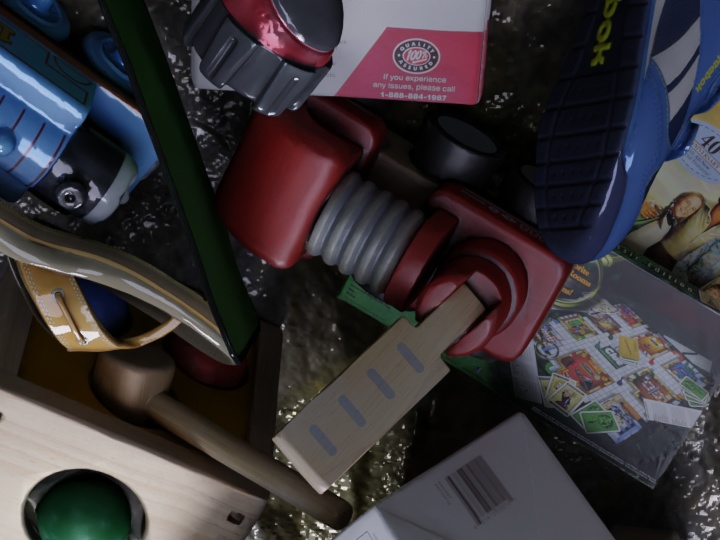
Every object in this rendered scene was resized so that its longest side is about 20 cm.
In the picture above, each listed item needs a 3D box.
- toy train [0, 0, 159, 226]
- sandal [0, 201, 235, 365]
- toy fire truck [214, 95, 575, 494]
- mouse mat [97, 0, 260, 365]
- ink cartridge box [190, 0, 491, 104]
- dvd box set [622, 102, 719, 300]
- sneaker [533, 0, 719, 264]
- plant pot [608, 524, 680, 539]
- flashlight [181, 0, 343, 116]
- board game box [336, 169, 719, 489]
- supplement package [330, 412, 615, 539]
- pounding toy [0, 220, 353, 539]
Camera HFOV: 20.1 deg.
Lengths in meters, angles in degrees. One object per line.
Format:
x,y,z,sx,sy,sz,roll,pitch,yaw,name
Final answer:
-0.183,-0.095,1.001,0.199,0.115,0.087,36,117,-19,toy train
-0.149,0.007,0.995,0.199,0.080,0.054,25,84,-18,sandal
0.000,0.000,0.978,0.175,0.200,0.129,31,111,6,toy fire truck
-0.086,-0.057,0.961,0.007,0.161,0.202,-18,94,3,mouse mat
-0.006,-0.189,0.957,0.144,0.085,0.202,4,123,-1,ink cartridge box
0.185,-0.020,1.089,0.200,0.030,0.146,-38,113,22,dvd box set
0.144,-0.094,0.977,0.082,0.074,0.202,23,83,-30,sneaker
0.085,0.235,1.173,0.172,0.200,0.202,9,123,14,plant pot
0.000,-0.161,0.888,0.067,0.068,0.200,16,124,-41,flashlight
0.095,0.020,1.075,0.199,0.023,0.105,32,113,6,board game box
0.025,0.202,1.014,0.200,0.151,0.151,-42,79,34,supplement package
-0.113,0.082,1.060,0.183,0.201,0.143,24,119,-14,pounding toy
